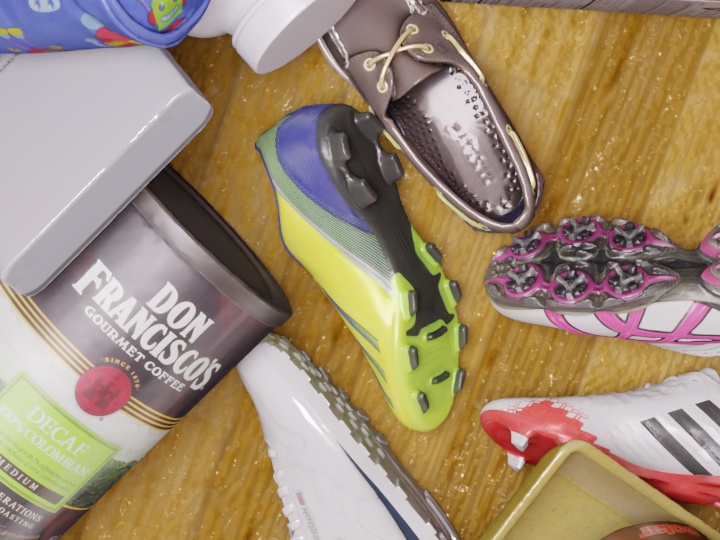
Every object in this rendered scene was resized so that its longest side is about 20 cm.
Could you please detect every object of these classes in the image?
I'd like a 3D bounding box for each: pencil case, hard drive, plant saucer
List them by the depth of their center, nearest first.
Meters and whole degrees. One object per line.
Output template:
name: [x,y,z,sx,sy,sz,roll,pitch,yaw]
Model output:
pencil case: [-0.158,-0.151,0.841,0.199,0.078,0.087,4,109,43]
hard drive: [-0.164,-0.089,0.885,0.132,0.200,0.026,-45,133,5]
plant saucer: [0.116,0.205,0.959,0.200,0.048,0.200,35,97,-29]

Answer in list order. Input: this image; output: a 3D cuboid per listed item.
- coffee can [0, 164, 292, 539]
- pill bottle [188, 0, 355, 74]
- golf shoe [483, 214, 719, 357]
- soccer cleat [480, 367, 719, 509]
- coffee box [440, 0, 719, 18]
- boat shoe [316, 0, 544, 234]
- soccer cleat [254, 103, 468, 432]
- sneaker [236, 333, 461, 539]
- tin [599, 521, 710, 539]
coffee can: [-0.157,0.040,0.915,0.200,0.146,0.146,-44,95,5]
pill bottle: [-0.090,-0.203,0.888,0.112,0.112,0.200,-40,84,4]
golf shoe: [0.170,0.019,0.950,0.199,0.073,0.092,0,135,16]
soccer cleat: [0.170,0.092,0.968,0.199,0.069,0.085,11,64,12]
coffee box: [0.147,-0.201,0.918,0.199,0.080,0.115,4,93,-2]
boat shoe: [0.034,-0.104,0.941,0.072,0.060,0.200,-35,96,4]
soccer cleat: [0.000,-0.001,0.963,0.083,0.065,0.201,-8,110,40]
sneaker: [-0.018,0.125,0.965,0.080,0.076,0.200,-35,96,9]
tin: [0.152,0.232,0.936,0.112,0.042,0.201,3,111,-18]
